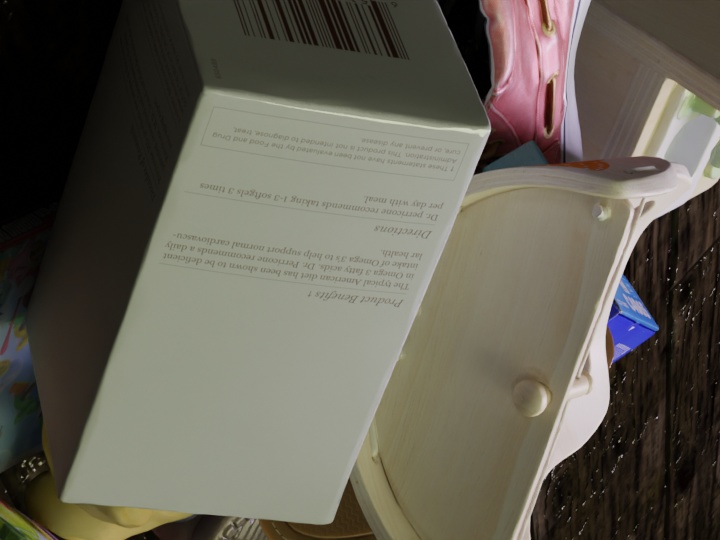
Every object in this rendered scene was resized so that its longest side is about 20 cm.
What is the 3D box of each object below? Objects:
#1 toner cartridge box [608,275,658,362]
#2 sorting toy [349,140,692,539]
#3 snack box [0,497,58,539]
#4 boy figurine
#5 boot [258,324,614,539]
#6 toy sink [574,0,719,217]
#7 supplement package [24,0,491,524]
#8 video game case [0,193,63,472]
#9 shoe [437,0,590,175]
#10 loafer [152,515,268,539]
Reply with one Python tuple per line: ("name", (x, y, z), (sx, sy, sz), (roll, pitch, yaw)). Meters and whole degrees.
("toner cartridge box", (0.064, 0.068, 1.515), (0.200, 0.043, 0.095), (-36, 164, 11))
("sorting toy", (0.079, 0.022, 1.154), (0.180, 0.106, 0.201), (-15, 129, -56))
("snack box", (-0.125, 0.163, 1.193), (0.053, 0.142, 0.200), (-45, 164, -5))
("boy figurine", (-0.096, 0.084, 1.202), (0.124, 0.065, 0.200), (-19, 172, 11))
("boot", (0.015, 0.082, 1.294), (0.200, 0.077, 0.155), (-37, -177, -25))
("toy sink", (0.125, -0.093, 1.285), (0.130, 0.200, 0.113), (-27, 146, -50))
("supplement package", (-0.046, -0.015, 1.052), (0.116, 0.118, 0.201), (7, 126, -22))
("video game case", (-0.157, 0.037, 1.141), (0.200, 0.017, 0.144), (-29, 147, -48))
("shoe", (0.049, -0.069, 1.159), (0.091, 0.071, 0.201), (-36, 144, -43))
("loafer", (-0.056, 0.135, 1.425), (0.076, 0.067, 0.200), (-50, 158, -5))
